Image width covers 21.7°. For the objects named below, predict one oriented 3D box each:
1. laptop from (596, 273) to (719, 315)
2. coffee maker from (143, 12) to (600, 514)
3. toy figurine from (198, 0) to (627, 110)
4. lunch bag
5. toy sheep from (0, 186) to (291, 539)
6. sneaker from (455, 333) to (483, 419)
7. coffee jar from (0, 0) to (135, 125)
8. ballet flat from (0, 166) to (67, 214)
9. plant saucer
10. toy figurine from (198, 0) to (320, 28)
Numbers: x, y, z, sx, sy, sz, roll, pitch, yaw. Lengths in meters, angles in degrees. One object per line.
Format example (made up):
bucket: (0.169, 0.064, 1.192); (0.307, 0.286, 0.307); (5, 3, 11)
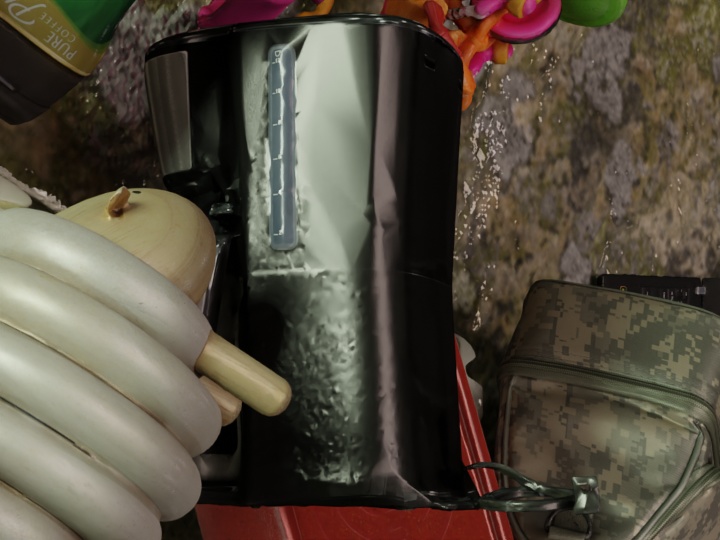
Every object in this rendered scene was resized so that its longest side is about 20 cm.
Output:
laptop: (0.252, 0.092, 1.256); (0.199, 0.103, 0.179); (2, 87, -49)
coffee maker: (0.000, 0.000, 0.798); (0.190, 0.135, 0.202); (2, 85, -6)
toy figurine: (0.004, -0.117, 0.934); (0.185, 0.199, 0.150); (-54, 167, -20)
lunch bag: (0.142, 0.128, 1.068); (0.201, 0.138, 0.169); (72, 36, -57)
toy sheep: (-0.112, 0.056, 0.656); (0.138, 0.137, 0.201); (47, 62, -38)
sneaker: (0.022, 0.135, 1.016); (0.088, 0.074, 0.202); (3, 77, -48)
coffee jar: (-0.099, -0.153, 0.690); (0.200, 0.085, 0.104); (-45, 130, 7)
ballet flat: (-0.144, -0.017, 0.735); (0.200, 0.071, 0.073); (29, 66, -69)
plant saucer: (0.002, 0.099, 0.923); (0.199, 0.037, 0.202); (-14, 87, -49)
toy figurine: (-0.079, -0.195, 0.815); (0.150, 0.198, 0.186); (-62, 146, -68)
